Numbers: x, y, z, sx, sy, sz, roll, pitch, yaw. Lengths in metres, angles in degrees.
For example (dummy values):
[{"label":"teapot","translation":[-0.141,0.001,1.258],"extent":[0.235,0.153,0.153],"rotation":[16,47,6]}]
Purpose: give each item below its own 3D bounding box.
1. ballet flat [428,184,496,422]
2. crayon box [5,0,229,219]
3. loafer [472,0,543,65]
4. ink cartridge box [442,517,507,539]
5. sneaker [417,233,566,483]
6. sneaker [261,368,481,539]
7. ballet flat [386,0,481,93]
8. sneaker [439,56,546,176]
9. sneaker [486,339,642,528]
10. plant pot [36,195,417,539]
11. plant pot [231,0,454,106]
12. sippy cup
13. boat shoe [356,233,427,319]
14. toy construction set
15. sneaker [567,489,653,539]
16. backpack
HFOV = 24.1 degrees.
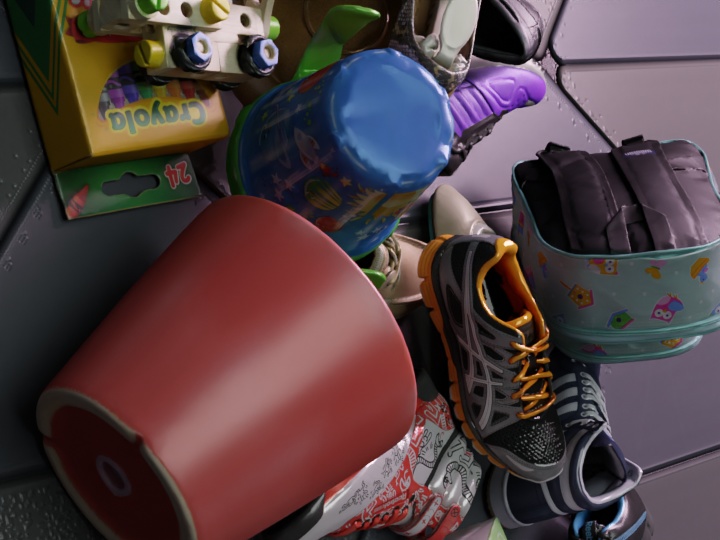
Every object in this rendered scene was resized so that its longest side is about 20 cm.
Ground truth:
[{"label":"ballet flat","translation":[0.100,0.025,1.343],"extent":[0.069,0.069,0.202],"rotation":[3,77,-44]},{"label":"crayon box","translation":[-0.164,-0.144,1.146],"extent":[0.127,0.051,0.201],"rotation":[-15,89,-46]},{"label":"loafer","translation":[0.053,-0.224,1.322],"extent":[0.200,0.068,0.070],"rotation":[30,22,0]},{"label":"ink cartridge box","translation":[0.106,0.298,1.235],"extent":[0.201,0.067,0.117],"rotation":[66,15,-8]},{"label":"sneaker","translation":[0.109,0.065,1.258],"extent":[0.078,0.077,0.201],"rotation":[-29,97,-39]},{"label":"sneaker","translation":[0.018,0.167,1.219],"extent":[0.108,0.067,0.201],"rotation":[57,44,-12]},{"label":"ballet flat","translation":[0.068,-0.211,1.225],"extent":[0.072,0.072,0.202],"rotation":[30,61,-35]},{"label":"sneaker","translation":[0.074,-0.125,1.371],"extent":[0.199,0.069,0.100],"rotation":[-2,86,-41]},{"label":"sneaker","translation":[0.183,0.121,1.366],"extent":[0.070,0.108,0.201],"rotation":[48,49,-24]},{"label":"plant pot","translation":[-0.094,0.082,1.063],"extent":[0.177,0.200,0.201],"rotation":[-39,106,-33]},{"label":"plant pot","translation":[-0.013,-0.187,1.254],"extent":[0.198,0.027,0.202],"rotation":[3,77,-12]},{"label":"sippy cup","translation":[-0.006,-0.083,1.139],"extent":[0.139,0.130,0.179],"rotation":[-33,92,-31]},{"label":"boat shoe","translation":[0.000,0.000,1.253],"extent":[0.199,0.065,0.073],"rotation":[2,76,-44]},{"label":"toy construction set","translation":[-0.108,-0.192,1.122],"extent":[0.199,0.092,0.132],"rotation":[-5,83,-35]},{"label":"sneaker","translation":[0.183,0.247,1.347],"extent":[0.201,0.073,0.082],"rotation":[-74,147,-41]},{"label":"backpack","translation":[0.212,-0.011,1.351],"extent":[0.200,0.174,0.154],"rotation":[-102,-171,-70]}]
